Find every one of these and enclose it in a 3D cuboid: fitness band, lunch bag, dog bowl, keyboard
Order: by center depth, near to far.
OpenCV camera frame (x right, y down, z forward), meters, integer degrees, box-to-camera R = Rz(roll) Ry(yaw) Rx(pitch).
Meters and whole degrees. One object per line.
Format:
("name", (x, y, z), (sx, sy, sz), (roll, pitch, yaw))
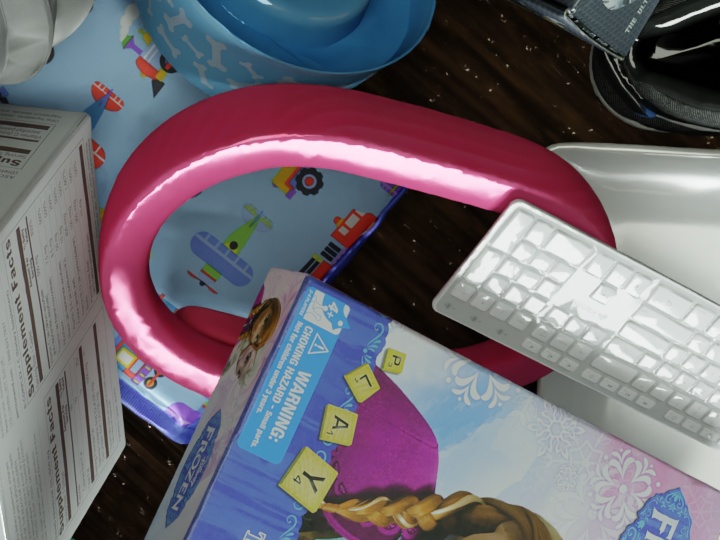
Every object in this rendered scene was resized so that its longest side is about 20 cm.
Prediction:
("fitness band", (0.000, 0.000, 0.801), (0.199, 0.037, 0.144), (13, 133, -20))
("keyboard", (0.124, 0.035, 0.807), (0.200, 0.011, 0.056), (26, 126, -21))
("dog bowl", (-0.049, -0.146, 0.809), (0.111, 0.050, 0.200), (-10, 66, -34))
("lunch bag", (-0.086, -0.037, 0.861), (0.200, 0.094, 0.151), (41, 92, -3))

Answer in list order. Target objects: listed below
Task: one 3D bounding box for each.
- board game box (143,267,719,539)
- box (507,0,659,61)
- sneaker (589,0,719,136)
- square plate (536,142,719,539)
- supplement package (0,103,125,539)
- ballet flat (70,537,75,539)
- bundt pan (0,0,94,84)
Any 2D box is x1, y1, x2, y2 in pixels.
("board game box", (0.014, 0.131, 0.781), (0.199, 0.041, 0.200), (27, 83, -22))
("box", (0.086, -0.201, 0.821), (0.158, 0.051, 0.200), (35, 96, 38))
("sneaker", (0.190, -0.079, 0.827), (0.199, 0.112, 0.073), (-4, 93, 4))
("square plate", (0.170, 0.049, 0.870), (0.199, 0.028, 0.199), (2, 95, 5))
("supplement package", (-0.204, 0.024, 0.786), (0.199, 0.111, 0.156), (7, 124, 14))
("ballet flat", (-0.205, 0.113, 0.864), (0.199, 0.069, 0.070), (15, 93, 19))
("bundt pan", (-0.174, -0.099, 0.736), (0.201, 0.202, 0.076), (-17, 119, 4))
